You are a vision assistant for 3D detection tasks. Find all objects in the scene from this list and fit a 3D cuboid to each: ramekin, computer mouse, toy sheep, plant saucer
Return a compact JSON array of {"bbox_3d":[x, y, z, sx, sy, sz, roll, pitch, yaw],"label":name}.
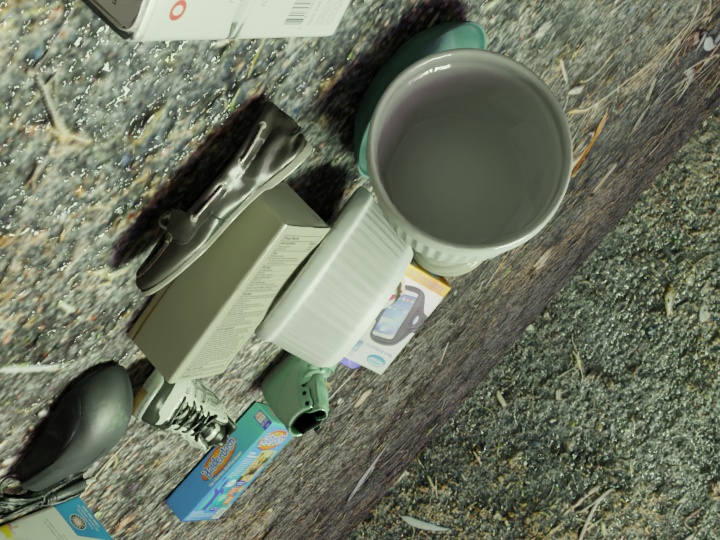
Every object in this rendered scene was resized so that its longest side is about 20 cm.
[{"bbox_3d":[-0.024,0.015,1.033,0.204,0.094,0.202,-52,-175,6],"label":"ramekin"},{"bbox_3d":[-0.287,0.183,0.956,0.201,0.053,0.138,-54,160,20],"label":"computer mouse"},{"bbox_3d":[0.102,-0.103,0.922,0.200,0.200,0.105,-43,172,-11],"label":"ramekin"},{"bbox_3d":[0.124,-0.058,1.285,0.138,0.138,0.200,-48,166,5],"label":"toy sheep"},{"bbox_3d":[0.056,-0.188,0.999,0.199,0.036,0.201,-42,161,-17],"label":"plant saucer"}]

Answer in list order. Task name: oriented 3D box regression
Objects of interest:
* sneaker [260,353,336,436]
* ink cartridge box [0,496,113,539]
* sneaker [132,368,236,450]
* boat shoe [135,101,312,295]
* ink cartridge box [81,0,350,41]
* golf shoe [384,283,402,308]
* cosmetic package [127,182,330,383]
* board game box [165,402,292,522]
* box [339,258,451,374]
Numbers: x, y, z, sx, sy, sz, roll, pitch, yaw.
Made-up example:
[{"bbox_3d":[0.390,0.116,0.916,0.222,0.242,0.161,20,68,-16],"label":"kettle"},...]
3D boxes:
[{"bbox_3d":[-0.047,0.138,1.296,0.073,0.119,0.201,30,105,-43],"label":"sneaker"},{"bbox_3d":[-0.366,0.372,1.018,0.146,0.147,0.199,-52,161,19],"label":"ink cartridge box"},{"bbox_3d":[-0.189,0.157,1.052,0.076,0.087,0.200,-53,166,-4],"label":"sneaker"},{"bbox_3d":[-0.131,-0.065,0.815,0.200,0.057,0.067,-43,-162,-3],"label":"boat shoe"},{"bbox_3d":[-0.068,-0.221,0.558,0.199,0.085,0.147,-24,151,-55],"label":"ink cartridge box"},{"bbox_3d":[0.000,0.000,1.222,0.091,0.073,0.201,-36,151,-11],"label":"golf shoe"},{"bbox_3d":[-0.129,0.011,0.925,0.201,0.073,0.103,-52,162,15],"label":"cosmetic package"},{"bbox_3d":[-0.191,0.295,1.434,0.200,0.045,0.152,-47,162,-2],"label":"board game box"},{"bbox_3d":[0.030,0.070,1.388,0.118,0.042,0.201,27,106,-35],"label":"box"}]
